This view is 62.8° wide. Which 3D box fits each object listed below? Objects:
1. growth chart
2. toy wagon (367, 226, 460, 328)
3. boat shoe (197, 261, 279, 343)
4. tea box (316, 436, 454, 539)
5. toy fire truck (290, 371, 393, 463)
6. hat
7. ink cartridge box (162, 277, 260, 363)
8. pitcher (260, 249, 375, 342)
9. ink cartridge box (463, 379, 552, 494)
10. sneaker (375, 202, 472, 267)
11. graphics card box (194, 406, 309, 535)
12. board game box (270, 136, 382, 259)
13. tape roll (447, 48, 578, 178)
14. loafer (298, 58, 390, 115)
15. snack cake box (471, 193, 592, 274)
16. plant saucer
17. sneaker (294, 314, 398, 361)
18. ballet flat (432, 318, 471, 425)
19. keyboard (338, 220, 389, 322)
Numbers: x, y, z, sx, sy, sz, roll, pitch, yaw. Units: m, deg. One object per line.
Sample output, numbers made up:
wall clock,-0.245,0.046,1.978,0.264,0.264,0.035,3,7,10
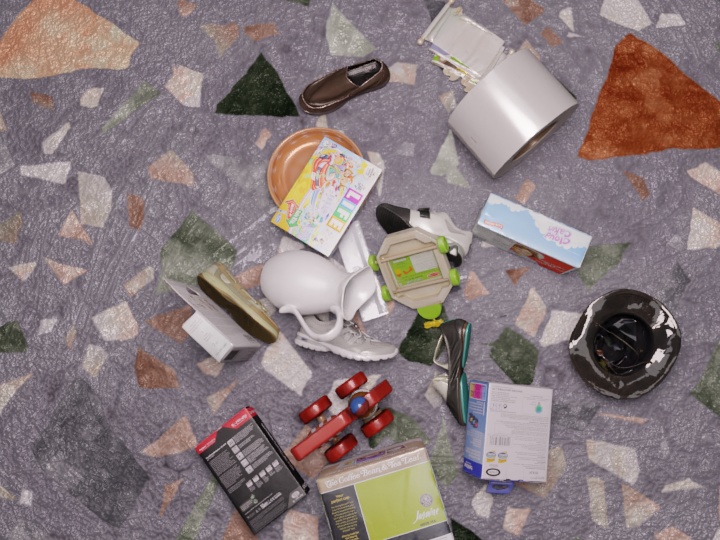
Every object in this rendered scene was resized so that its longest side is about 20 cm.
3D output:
growth chart,0.217,-0.459,1.227,0.200,0.018,0.145,42,87,7
toy wagon,0.110,0.017,1.129,0.155,0.040,0.200,-14,111,24
boat shoe,-0.229,0.061,1.156,0.201,0.073,0.063,37,55,12
tea box,0.047,0.427,1.056,0.200,0.134,0.197,-16,83,0
toy fire truck,-0.027,0.267,1.064,0.200,0.168,0.112,-35,82,-2
hat,0.485,0.136,1.103,0.200,0.081,0.201,-1,86,11
ink cartridge box,-0.279,0.095,1.084,0.174,0.200,0.044,40,87,7
pitcher,-0.096,0.046,1.091,0.200,0.121,0.172,11,49,27
ink cartridge box,0.266,0.306,1.073,0.136,0.076,0.200,9,80,-16
sneaker,0.127,-0.087,1.160,0.200,0.074,0.089,30,58,10
graphics card box,-0.204,0.375,1.117,0.125,0.051,0.200,-38,81,-3
board game box,-0.065,-0.142,1.152,0.134,0.034,0.200,31,85,6
tape roll,0.283,-0.291,1.108,0.203,0.203,0.139,-38,82,-3
loafer,-0.036,-0.385,1.202,0.200,0.071,0.073,-26,82,-1
snack cake box,0.317,-0.066,1.119,0.200,0.115,0.067,24,84,5
plant saucer,-0.087,-0.189,1.196,0.200,0.037,0.201,0,82,4
sneaker,-0.024,0.125,1.129,0.200,0.075,0.082,12,85,5
ballet flat,0.173,0.189,1.116,0.068,0.068,0.200,2,91,21
keyboard,0.000,0.000,1.181,0.056,0.011,0.200,-19,81,5
